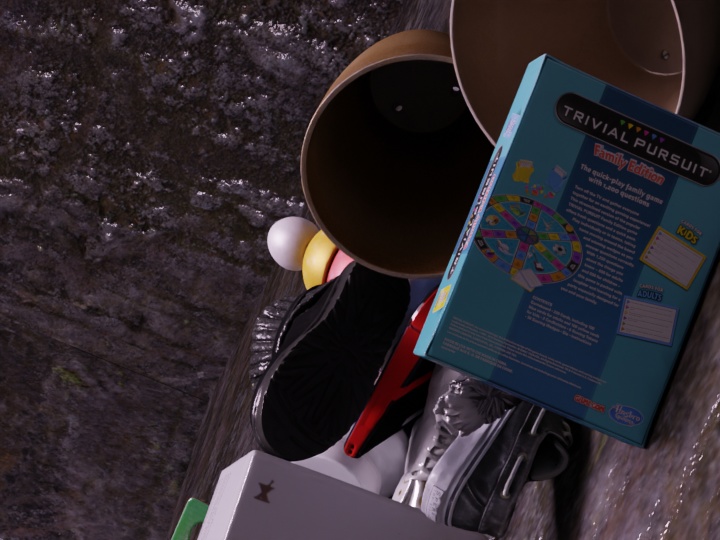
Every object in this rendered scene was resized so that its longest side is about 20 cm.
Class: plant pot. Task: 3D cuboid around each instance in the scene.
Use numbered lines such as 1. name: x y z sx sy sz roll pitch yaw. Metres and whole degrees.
1. plant pot: 0.050 -0.119 1.390 0.200 0.185 0.187 -85 19 -64
2. plant pot: 0.182 -0.174 1.216 0.134 0.200 0.201 -25 -26 -43

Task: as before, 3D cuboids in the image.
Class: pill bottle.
1. pill bottle: 0.010 0.137 1.533 0.200 0.111 0.111 -54 -4 -48

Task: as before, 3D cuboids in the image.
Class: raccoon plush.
1. raccoon plush: 0.111 0.024 1.194 0.199 0.097 0.134 -36 2 -6

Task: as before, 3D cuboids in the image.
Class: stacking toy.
1. stacking toy: 0.000 0.000 1.515 0.146 0.199 0.147 -36 -40 -37

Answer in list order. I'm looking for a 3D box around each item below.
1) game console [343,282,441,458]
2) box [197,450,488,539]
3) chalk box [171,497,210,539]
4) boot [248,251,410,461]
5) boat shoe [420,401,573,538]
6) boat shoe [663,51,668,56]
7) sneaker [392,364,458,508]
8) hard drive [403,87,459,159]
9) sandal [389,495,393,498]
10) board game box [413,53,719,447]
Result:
1. game console: 0.073 0.062 1.427 0.200 0.031 0.177 -26 -27 -53
2. box: -0.038 0.269 1.312 0.171 0.198 0.201 137 153 -71
3. chalk box: -0.076 0.274 1.548 0.124 0.199 0.125 -98 31 -74
4. boot: -0.052 0.085 1.378 0.158 0.079 0.211 -27 20 49
5. boat shoe: 0.113 0.123 1.186 0.200 0.071 0.072 -47 -22 -45
6. boat shoe: 0.245 -0.241 1.282 0.200 0.072 0.072 123 167 -54
7. sneaker: 0.074 0.151 1.380 0.200 0.073 0.116 107 179 -57
8. hard drive: 0.118 -0.126 1.519 0.027 0.131 0.201 98 -164 -62
9. sandal: 0.032 0.201 1.575 0.200 0.076 0.043 -74 -35 -61
10. board game box: 0.141 -0.011 1.061 0.047 0.150 0.201 174 119 -82
